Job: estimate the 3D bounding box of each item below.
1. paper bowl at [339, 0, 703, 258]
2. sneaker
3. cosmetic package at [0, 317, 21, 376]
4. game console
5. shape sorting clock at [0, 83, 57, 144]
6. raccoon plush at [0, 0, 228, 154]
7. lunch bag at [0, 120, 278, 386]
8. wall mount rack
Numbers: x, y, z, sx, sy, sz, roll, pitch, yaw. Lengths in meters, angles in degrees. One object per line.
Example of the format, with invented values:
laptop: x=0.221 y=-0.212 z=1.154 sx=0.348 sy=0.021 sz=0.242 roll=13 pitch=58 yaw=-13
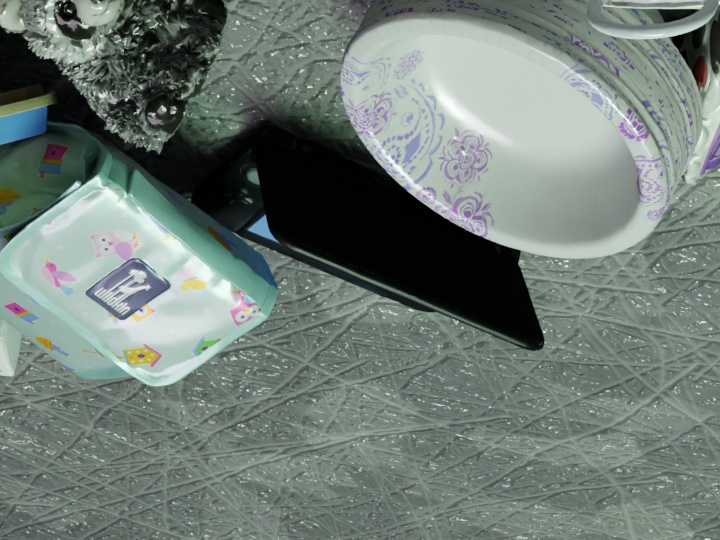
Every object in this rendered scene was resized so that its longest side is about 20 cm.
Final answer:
paper bowl: x=0.097 y=-0.108 z=1.578 sx=0.200 sy=0.105 sz=0.201 roll=23 pitch=151 yaw=14
sneaker: x=0.223 y=-0.112 z=1.593 sx=0.083 sy=0.081 sz=0.200 roll=-2 pitch=157 yaw=-10
cosmetic package: x=-0.327 y=-0.002 z=1.920 sx=0.199 sy=0.113 sz=0.081 roll=7 pitch=159 yaw=3
game console: x=0.000 y=0.000 z=1.816 sx=0.199 sy=0.117 sz=0.176 roll=23 pitch=148 yaw=-21
shape sorting clock: x=-0.286 y=-0.087 z=1.738 sx=0.199 sy=0.039 sz=0.200 roll=-11 pitch=-171 yaw=2
raccoon plush: x=-0.170 y=-0.128 z=1.682 sx=0.134 sy=0.097 sz=0.200 roll=27 pitch=148 yaw=-13
lunch bag: x=-0.167 y=-0.014 z=1.795 sx=0.170 sy=0.122 sz=0.200 roll=41 pitch=155 yaw=-31
wall mount rack: x=0.128 y=-0.186 z=1.422 sx=0.173 sy=0.200 sz=0.075 roll=2 pitch=117 yaw=13
